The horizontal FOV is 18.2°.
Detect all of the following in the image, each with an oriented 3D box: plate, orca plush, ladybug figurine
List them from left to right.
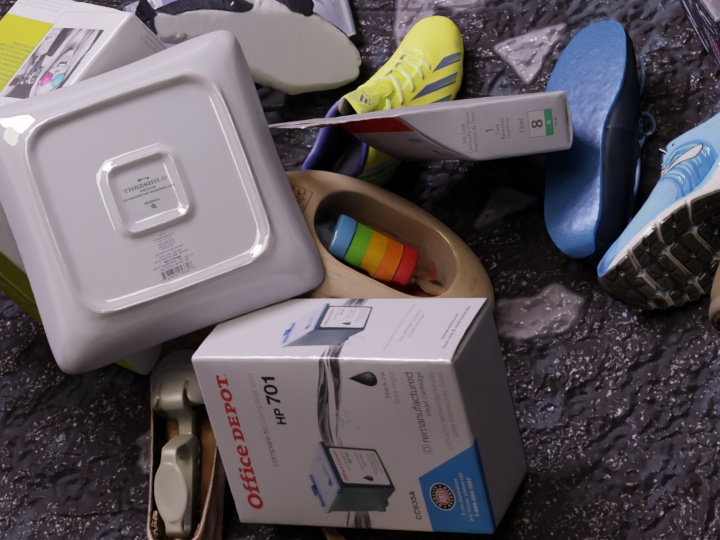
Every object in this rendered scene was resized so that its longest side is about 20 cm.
[{"bbox_3d":[-0.148,-0.052,1.572,0.199,0.032,0.200,-20,82,-8],"label":"plate"},{"bbox_3d":[-0.102,-0.182,1.830,0.199,0.106,0.071,-7,10,-23],"label":"orca plush"},{"bbox_3d":[0.000,0.000,1.649,0.200,0.072,0.136,28,43,-4],"label":"ladybug figurine"}]

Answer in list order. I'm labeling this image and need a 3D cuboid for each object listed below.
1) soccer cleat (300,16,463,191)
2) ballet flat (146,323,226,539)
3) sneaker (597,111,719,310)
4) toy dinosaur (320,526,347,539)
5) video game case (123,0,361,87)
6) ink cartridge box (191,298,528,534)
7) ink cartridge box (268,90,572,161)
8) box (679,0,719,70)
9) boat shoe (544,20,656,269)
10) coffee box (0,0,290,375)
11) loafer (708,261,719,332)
[{"bbox_3d":[0.019,-0.128,1.766,0.065,0.084,0.200,18,66,35],"label":"soccer cleat"},{"bbox_3d":[-0.124,0.118,1.631,0.068,0.067,0.201,-5,79,18],"label":"ballet flat"},{"bbox_3d":[0.244,-0.051,1.627,0.200,0.078,0.090,-43,32,-12],"label":"sneaker"},{"bbox_3d":[0.027,0.223,1.549,0.200,0.058,0.101,10,45,42],"label":"toy dinosaur"},{"bbox_3d":[-0.104,-0.210,1.928,0.200,0.019,0.143,-22,51,11],"label":"video game case"},{"bbox_3d":[0.001,0.100,1.564,0.199,0.147,0.086,-2,30,25],"label":"ink cartridge box"},{"bbox_3d":[0.034,-0.097,1.651,0.199,0.050,0.161,-10,6,-16],"label":"ink cartridge box"},{"bbox_3d":[0.337,-0.230,1.653,0.200,0.132,0.115,-29,53,5],"label":"box"},{"bbox_3d":[0.174,-0.089,1.680,0.084,0.069,0.200,-6,59,38],"label":"boat shoe"},{"bbox_3d":[-0.213,-0.070,1.724,0.198,0.200,0.200,-52,32,-11],"label":"coffee box"},{"bbox_3d":[0.330,-0.014,1.541,0.199,0.076,0.068,-17,58,15],"label":"loafer"}]
